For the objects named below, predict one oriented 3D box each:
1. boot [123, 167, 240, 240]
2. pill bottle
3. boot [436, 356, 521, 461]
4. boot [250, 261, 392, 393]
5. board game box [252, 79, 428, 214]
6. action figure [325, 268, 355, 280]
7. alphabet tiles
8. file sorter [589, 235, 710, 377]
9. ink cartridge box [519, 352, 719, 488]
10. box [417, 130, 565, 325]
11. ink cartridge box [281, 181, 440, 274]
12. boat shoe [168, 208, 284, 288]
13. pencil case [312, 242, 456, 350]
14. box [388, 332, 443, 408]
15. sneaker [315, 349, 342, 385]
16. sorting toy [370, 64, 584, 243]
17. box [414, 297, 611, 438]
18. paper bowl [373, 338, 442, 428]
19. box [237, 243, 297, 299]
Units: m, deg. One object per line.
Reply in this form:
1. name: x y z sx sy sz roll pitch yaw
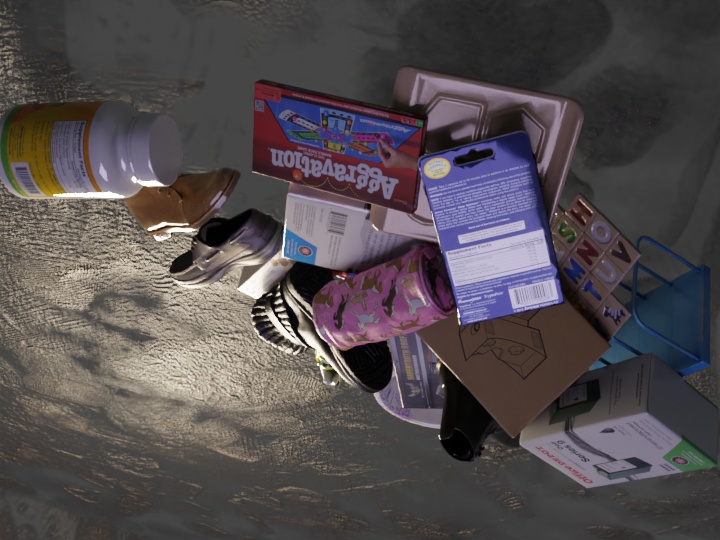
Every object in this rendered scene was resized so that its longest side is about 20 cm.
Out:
1. boot: -0.232 -0.096 1.127 0.198 0.074 0.075 -17 128 41
2. pill bottle: -0.315 -0.141 1.040 0.196 0.113 0.112 1 147 16
3. boot: 0.153 0.208 1.137 0.077 0.140 0.200 -26 125 31
4. boot: -0.055 0.095 1.225 0.213 0.079 0.158 54 142 7
5. board game box: -0.027 -0.134 0.953 0.197 0.019 0.105 16 119 19
6. action figure: 0.000 0.000 1.195 0.197 0.052 0.066 11 149 26
7. alphabet tiles: 0.247 0.011 1.055 0.168 0.007 0.201 50 140 22
8. file sorter: 0.324 0.066 1.125 0.121 0.141 0.200 28 145 -17
9. ink cartridge box: 0.319 0.194 1.106 0.145 0.085 0.199 34 143 -24
10. box: 0.140 -0.045 0.942 0.119 0.033 0.203 -12 115 12
11. ink cartridge box: 0.010 -0.064 1.074 0.196 0.086 0.147 12 149 -2
12. boat shoe: -0.192 -0.039 1.207 0.198 0.075 0.073 -22 126 29
13. pencil case: 0.027 0.034 1.058 0.082 0.088 0.198 34 141 -31
14. box: 0.120 0.104 1.177 0.155 0.049 0.202 -1 133 14
15. sneaker: -0.037 0.108 1.366 0.074 0.077 0.201 6 146 12
16. sorting toy: 0.120 -0.113 0.950 0.196 0.037 0.188 12 118 2
17. box: 0.171 0.072 1.061 0.200 0.164 0.021 47 -168 10
18. paper bowl: 0.122 0.152 1.352 0.196 0.106 0.202 9 146 6
19. box: -0.111 -0.018 1.229 0.038 0.042 0.199 26 145 -21
